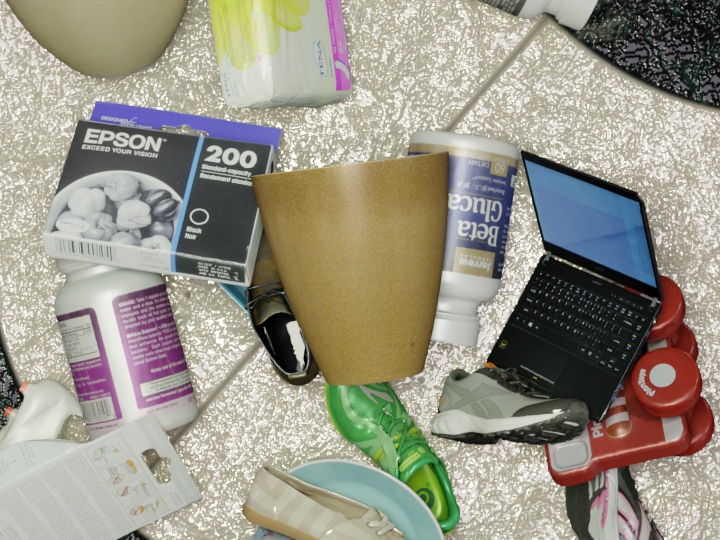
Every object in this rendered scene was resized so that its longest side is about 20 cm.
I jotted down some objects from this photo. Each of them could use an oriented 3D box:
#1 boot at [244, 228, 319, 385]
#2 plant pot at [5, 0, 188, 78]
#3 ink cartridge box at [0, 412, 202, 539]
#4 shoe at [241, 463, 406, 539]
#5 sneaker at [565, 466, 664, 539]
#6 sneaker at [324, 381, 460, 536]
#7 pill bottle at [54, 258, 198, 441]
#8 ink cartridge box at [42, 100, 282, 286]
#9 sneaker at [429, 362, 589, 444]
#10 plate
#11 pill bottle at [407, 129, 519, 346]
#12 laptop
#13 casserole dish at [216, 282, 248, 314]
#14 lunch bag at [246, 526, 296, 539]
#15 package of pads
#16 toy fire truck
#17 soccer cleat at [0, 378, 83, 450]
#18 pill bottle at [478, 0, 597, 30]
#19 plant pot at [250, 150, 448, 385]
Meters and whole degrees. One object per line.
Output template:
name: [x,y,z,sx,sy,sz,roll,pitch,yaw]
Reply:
boot: [-0.078,0.014,1.649,0.074,0.097,0.202,-18,91,-1]
plant pot: [-0.244,-0.265,1.646,0.198,0.201,0.135,-12,127,-3]
ink cartridge box: [-0.271,0.210,1.653,0.199,0.163,0.057,-30,51,-7]
shoe: [-0.018,0.241,1.631,0.198,0.070,0.054,20,97,14]
sneaker: [0.262,0.259,1.731,0.086,0.080,0.202,-1,89,-27]
sneaker: [0.041,0.175,1.697,0.074,0.083,0.201,-38,96,-21]
pill bottle: [-0.234,0.062,1.672,0.111,0.112,0.202,-15,92,-3]
ink cartridge box: [-0.185,-0.087,1.646,0.196,0.044,0.201,8,53,2]
sneaker: [0.141,0.128,1.662,0.073,0.199,0.080,15,78,-36]
plate: [-0.008,0.269,1.698,0.198,0.026,0.202,7,116,14]
pill bottle: [0.089,-0.031,1.689,0.110,0.111,0.202,8,90,-3]
laptop: [0.193,0.014,1.652,0.103,0.177,0.201,30,88,-38]
casserole dish: [-0.073,-0.003,1.717,0.200,0.039,0.121,44,88,-2]
lunch bag: [-0.032,0.356,1.652,0.198,0.127,0.171,20,106,16]
package of pads: [-0.081,-0.257,1.655,0.068,0.154,0.202,-8,91,32]
toy fire truck: [0.250,0.103,1.686,0.166,0.112,0.202,-14,56,12]
soccer cleat: [-0.342,0.202,1.691,0.077,0.069,0.201,31,86,-6]
pill bottle: [0.143,-0.317,1.688,0.198,0.116,0.117,22,89,-4]
plant pot: [0.000,0.000,1.588,0.184,0.186,0.202,-6,93,-3]
